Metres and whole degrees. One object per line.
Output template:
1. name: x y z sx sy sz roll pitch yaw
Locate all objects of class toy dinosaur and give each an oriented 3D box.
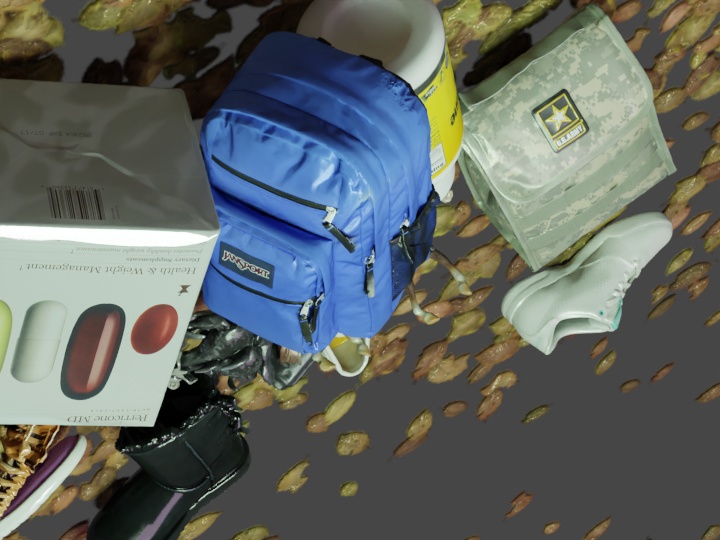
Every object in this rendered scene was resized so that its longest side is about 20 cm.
1. toy dinosaur: -0.268 0.089 1.484 0.102 0.136 0.200 61 41 -45

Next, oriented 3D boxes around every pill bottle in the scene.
1. pill bottle: 0.020 -0.128 1.517 0.112 0.112 0.200 -32 151 -8

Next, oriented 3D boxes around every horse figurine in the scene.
1. horse figurine: 0.000 0.000 1.605 0.200 0.133 0.050 -30 162 9

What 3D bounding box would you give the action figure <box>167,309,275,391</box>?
1. action figure: -0.143 0.052 1.603 0.200 0.102 0.119 -16 139 6

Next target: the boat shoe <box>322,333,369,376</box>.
1. boat shoe: -0.021 0.025 1.727 0.071 0.070 0.200 -27 146 -18

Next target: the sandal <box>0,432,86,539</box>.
1. sandal: -0.321 0.200 1.675 0.203 0.082 0.050 -39 108 7

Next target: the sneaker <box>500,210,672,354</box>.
1. sneaker: 0.247 0.019 1.989 0.200 0.089 0.075 -32 149 -10

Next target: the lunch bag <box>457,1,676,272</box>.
1. lunch bag: 0.167 -0.120 1.685 0.164 0.118 0.200 -36 145 -2

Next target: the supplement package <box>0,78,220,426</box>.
1. supplement package: -0.220 -0.010 1.342 0.191 0.147 0.200 2 136 -21

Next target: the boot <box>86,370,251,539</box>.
1. boot: -0.185 0.180 1.773 0.198 0.073 0.162 -39 154 -11

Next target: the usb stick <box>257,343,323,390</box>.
1. usb stick: -0.019 0.012 1.651 0.200 0.055 0.033 -51 166 1

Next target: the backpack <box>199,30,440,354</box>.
1. backpack: -0.033 -0.052 1.378 0.200 0.162 0.168 95 21 -50
